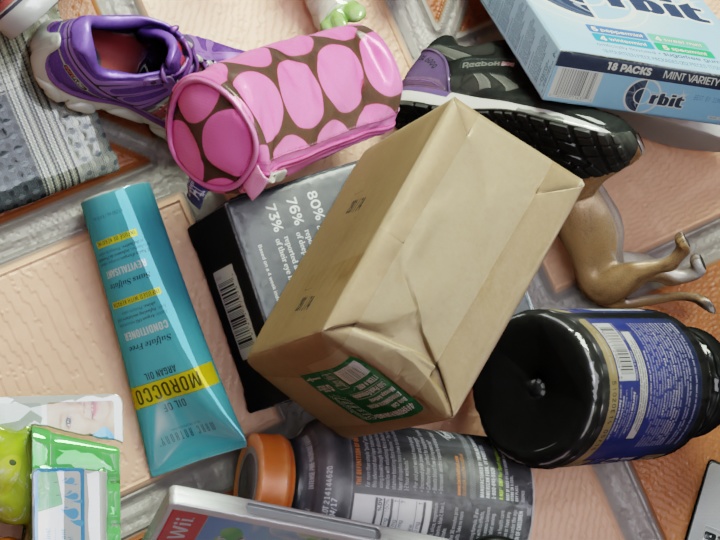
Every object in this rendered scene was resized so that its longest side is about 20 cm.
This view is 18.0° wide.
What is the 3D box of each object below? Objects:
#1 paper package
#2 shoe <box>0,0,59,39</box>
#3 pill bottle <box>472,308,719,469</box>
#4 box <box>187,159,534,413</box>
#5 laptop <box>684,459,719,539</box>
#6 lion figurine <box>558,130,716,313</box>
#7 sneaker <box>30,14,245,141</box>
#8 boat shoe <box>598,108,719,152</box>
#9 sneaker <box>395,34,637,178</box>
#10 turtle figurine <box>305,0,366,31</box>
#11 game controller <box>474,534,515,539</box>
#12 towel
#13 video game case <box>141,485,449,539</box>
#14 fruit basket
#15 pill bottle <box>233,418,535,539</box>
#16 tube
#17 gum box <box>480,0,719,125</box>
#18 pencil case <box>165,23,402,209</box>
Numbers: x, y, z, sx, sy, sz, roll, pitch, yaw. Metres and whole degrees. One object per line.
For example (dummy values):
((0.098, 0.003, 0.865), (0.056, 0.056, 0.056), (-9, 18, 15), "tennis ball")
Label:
((0.030, 0.004, 1.470), (0.103, 0.200, 0.191), (33, 74, -11), "paper package")
((-0.223, -0.249, 1.570), (0.091, 0.071, 0.200), (46, 44, -20), "shoe")
((0.182, 0.083, 1.635), (0.200, 0.112, 0.112), (2, 80, -49), "pill bottle")
((0.000, 0.000, 1.621), (0.200, 0.104, 0.148), (-17, 87, -21), "box")
((0.336, 0.262, 1.691), (0.187, 0.116, 0.200), (23, 75, -15), "laptop")
((0.174, -0.032, 1.703), (0.122, 0.072, 0.200), (-26, 98, 13), "lion figurine")
((-0.131, -0.136, 1.595), (0.200, 0.083, 0.081), (6, 77, -37), "sneaker")
((0.207, -0.145, 1.737), (0.200, 0.072, 0.066), (17, 81, -7), "boat shoe")
((0.117, -0.131, 1.647), (0.088, 0.200, 0.076), (-62, 146, -20), "sneaker")
((-0.017, -0.277, 1.624), (0.194, 0.200, 0.144), (62, 34, -25), "turtle figurine")
((0.071, 0.274, 1.588), (0.104, 0.042, 0.200), (25, 106, -30), "game controller")
((-0.290, -0.132, 1.585), (0.192, 0.035, 0.200), (-21, 91, -18), "towel")
((-0.056, 0.211, 1.556), (0.200, 0.143, 0.017), (13, 46, -17), "video game case")
((-0.256, 0.174, 1.513), (0.200, 0.094, 0.185), (2, 81, -16), "fruit basket")
((0.013, 0.160, 1.600), (0.200, 0.106, 0.106), (9, 79, -18), "pill bottle")
((-0.143, 0.039, 1.594), (0.050, 0.077, 0.200), (-13, 85, -64), "tube")
((0.183, -0.181, 1.670), (0.170, 0.200, 0.045), (6, 123, -22), "gum box")
((-0.047, -0.110, 1.577), (0.094, 0.091, 0.200), (39, 37, 17), "pencil case")
